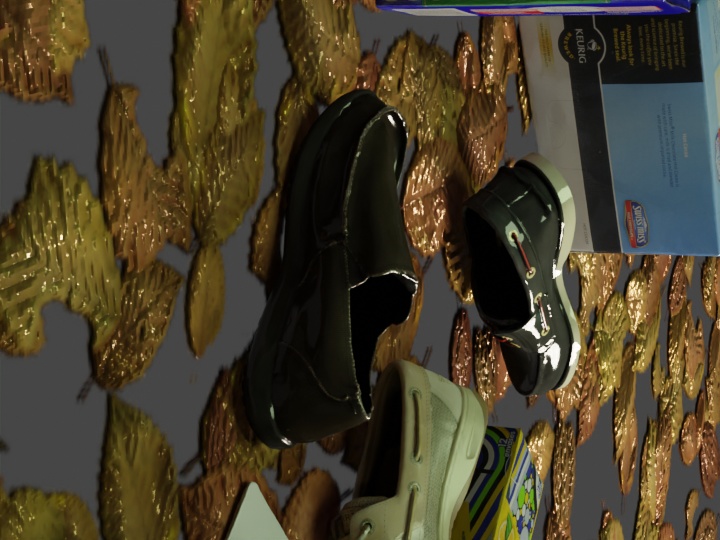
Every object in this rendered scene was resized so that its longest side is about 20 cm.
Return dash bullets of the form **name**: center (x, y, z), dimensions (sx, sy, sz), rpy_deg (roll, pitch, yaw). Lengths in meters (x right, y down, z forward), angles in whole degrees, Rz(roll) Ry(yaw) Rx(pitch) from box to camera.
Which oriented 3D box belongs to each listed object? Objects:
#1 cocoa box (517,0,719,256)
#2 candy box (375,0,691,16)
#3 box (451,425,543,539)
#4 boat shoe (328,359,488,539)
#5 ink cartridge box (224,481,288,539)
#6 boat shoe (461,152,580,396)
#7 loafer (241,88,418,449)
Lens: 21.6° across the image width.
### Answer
- **cocoa box**: center (0.203, -0.127, 1.353), dimensions (0.134, 0.131, 0.201), rpy_deg (-56, 142, -51)
- **candy box**: center (0.097, -0.245, 1.044), dimensions (0.077, 0.168, 0.201), rpy_deg (-7, 98, -71)
- **box**: center (0.052, 0.192, 1.115), dimensions (0.070, 0.064, 0.201), rpy_deg (64, 35, -49)
- **boat shoe**: center (0.012, 0.146, 1.026), dimensions (0.065, 0.072, 0.201), rpy_deg (28, 66, -25)
- **ink cartridge box**: center (-0.039, 0.213, 0.895), dimensions (0.116, 0.066, 0.201), rpy_deg (66, 35, -45)
- **boat shoe**: center (0.100, 0.014, 1.221), dimensions (0.063, 0.074, 0.202), rpy_deg (-32, 142, -20)
- **loafer**: center (0.000, 0.000, 0.960), dimensions (0.073, 0.071, 0.201), rpy_deg (53, 45, -56)
